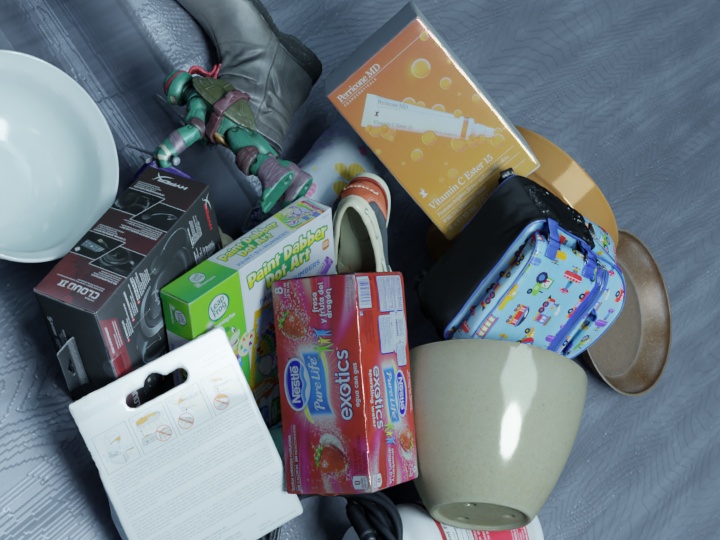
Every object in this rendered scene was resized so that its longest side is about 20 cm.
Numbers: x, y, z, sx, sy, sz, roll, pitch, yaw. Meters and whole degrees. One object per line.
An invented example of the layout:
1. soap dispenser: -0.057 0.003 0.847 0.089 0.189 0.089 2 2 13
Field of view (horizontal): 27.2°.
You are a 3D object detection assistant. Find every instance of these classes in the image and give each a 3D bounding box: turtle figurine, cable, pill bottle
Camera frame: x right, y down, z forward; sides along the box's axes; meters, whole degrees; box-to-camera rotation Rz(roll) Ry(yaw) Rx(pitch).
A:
1. turtle figurine: -0.143 -0.134 1.461 0.199 0.101 0.149 38 26 15
2. cable: -0.036 0.267 1.422 0.051 0.161 0.202 60 29 -46
3. pill bottle: 0.082 0.289 1.517 0.198 0.112 0.114 -2 75 -35

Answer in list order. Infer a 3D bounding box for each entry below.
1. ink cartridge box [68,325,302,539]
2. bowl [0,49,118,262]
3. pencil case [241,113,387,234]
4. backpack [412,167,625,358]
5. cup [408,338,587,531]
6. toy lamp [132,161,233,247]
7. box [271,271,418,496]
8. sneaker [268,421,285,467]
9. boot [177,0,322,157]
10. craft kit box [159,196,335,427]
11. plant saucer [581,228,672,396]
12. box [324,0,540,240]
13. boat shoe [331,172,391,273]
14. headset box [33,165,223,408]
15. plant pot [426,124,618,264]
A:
1. ink cartridge box: -0.162 0.172 1.364 0.161 0.050 0.202 -27 104 -17
2. bowl: -0.330 -0.093 1.369 0.199 0.090 0.204 12 68 -31
3. pencil case: -0.041 -0.086 1.576 0.200 0.090 0.084 -50 117 -36
4. backpack: 0.182 0.024 1.510 0.199 0.183 0.135 28 21 -36
5. cup: 0.120 0.171 1.456 0.199 0.200 0.145 21 62 -28
6. toy lamp: -0.147 -0.035 1.503 0.200 0.058 0.058 44 54 -18
7. box: -0.014 0.104 1.396 0.099 0.094 0.203 -3 88 -61
8. sneaker: -0.036 0.142 1.493 0.199 0.073 0.083 -19 120 -47
9. boot: -0.138 -0.219 1.568 0.199 0.070 0.133 36 62 -15
10. craft kit box: -0.099 0.059 1.440 0.199 0.048 0.200 -36 133 -38
11. plant saucer: 0.307 0.052 1.790 0.199 0.036 0.203 13 72 -45
12. box: 0.072 -0.154 1.528 0.200 0.124 0.098 48 10 -16
13. boat shoe: 0.000 0.000 1.531 0.063 0.070 0.202 -64 159 -55
14. headset box: -0.209 0.028 1.374 0.200 0.077 0.150 -52 148 -35
15. plant pot: 0.167 -0.041 1.656 0.140 0.200 0.200 -46 102 -20
